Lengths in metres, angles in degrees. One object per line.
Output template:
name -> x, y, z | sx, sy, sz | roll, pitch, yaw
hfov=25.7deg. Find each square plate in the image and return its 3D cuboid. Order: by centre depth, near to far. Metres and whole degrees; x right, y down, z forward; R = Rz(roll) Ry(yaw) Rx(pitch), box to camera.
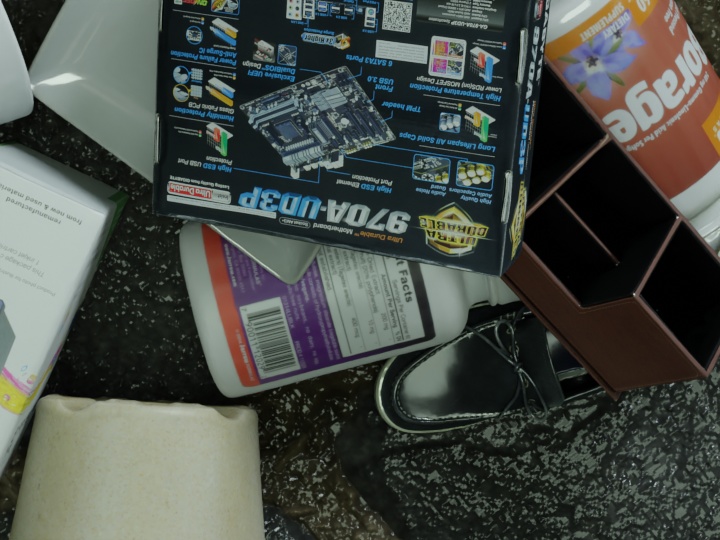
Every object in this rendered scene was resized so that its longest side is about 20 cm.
square plate -> -0.064, -0.125, 0.863 | 0.198, 0.028, 0.200 | 36, 116, 5

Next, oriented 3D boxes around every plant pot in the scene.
plant pot -> -0.133, 0.169, 0.939 | 0.200, 0.200, 0.184 | 3, 85, -2

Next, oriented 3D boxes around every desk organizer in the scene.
desk organizer -> 0.121, -0.023, 0.879 | 0.200, 0.077, 0.072 | 46, 59, -18

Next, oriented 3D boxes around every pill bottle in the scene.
pill bottle -> 0.157, -0.093, 0.928 | 0.112, 0.112, 0.200 | -37, 115, 2
pill bottle -> 0.000, 0.000, 0.949 | 0.199, 0.111, 0.112 | -14, 97, -1

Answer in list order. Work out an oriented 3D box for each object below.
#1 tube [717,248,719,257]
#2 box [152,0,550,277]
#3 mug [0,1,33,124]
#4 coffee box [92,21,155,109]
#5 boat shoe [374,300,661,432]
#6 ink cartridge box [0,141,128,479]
tube -> 0.271, -0.086, 0.912 | 0.058, 0.052, 0.201 | 23, 99, 11
box -> -0.009, -0.093, 0.813 | 0.199, 0.046, 0.159 | 10, 111, 16
mug -> -0.293, -0.130, 0.902 | 0.153, 0.187, 0.150 | -28, 117, -16
coffee box -> -0.126, -0.197, 0.937 | 0.113, 0.080, 0.200 | -37, 97, 2
boat shoe -> 0.104, 0.054, 0.985 | 0.199, 0.062, 0.075 | -15, 99, 1
ink cartridge box -> -0.218, 0.033, 0.928 | 0.087, 0.145, 0.200 | 26, 94, -6
